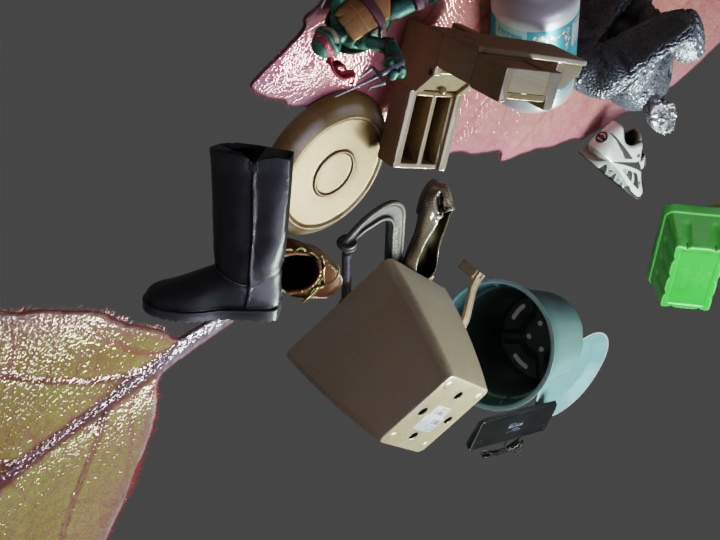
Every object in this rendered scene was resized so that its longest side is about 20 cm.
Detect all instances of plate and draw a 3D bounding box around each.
[{"bbox_3d":[0.396,0.194,2.382,0.200,0.026,0.201,-32,144,-27],"label":"plate"}]

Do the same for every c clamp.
[{"bbox_3d":[0.000,0.000,1.690,0.170,0.027,0.201,-27,142,-31],"label":"c clamp"}]

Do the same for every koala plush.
[{"bbox_3d":[0.372,-0.286,1.733,0.183,0.178,0.200,-39,149,6],"label":"koala plush"}]

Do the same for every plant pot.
[{"bbox_3d":[0.057,0.133,1.719,0.200,0.177,0.199,-43,151,11],"label":"plant pot"},{"bbox_3d":[0.250,0.109,1.975,0.196,0.200,0.201,-4,127,-59],"label":"plant pot"},{"bbox_3d":[-0.039,-0.123,1.516,0.199,0.027,0.201,-32,144,-26],"label":"plant pot"}]

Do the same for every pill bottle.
[{"bbox_3d":[0.217,-0.303,1.563,0.111,0.111,0.201,-35,145,-22],"label":"pill bottle"}]

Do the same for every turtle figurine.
[{"bbox_3d":[0.009,-0.283,1.347,0.200,0.101,0.150,-42,107,-14],"label":"turtle figurine"}]

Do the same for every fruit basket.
[{"bbox_3d":[0.625,-0.053,2.336,0.216,0.154,0.218,6,90,-86],"label":"fruit basket"}]

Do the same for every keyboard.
[{"bbox_3d":[0.275,0.301,2.329,0.199,0.021,0.128,-7,132,-36],"label":"keyboard"}]

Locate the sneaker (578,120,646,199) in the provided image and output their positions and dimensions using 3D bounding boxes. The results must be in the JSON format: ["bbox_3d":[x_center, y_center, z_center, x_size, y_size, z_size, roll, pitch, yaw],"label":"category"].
[{"bbox_3d":[0.423,-0.177,1.982,0.089,0.074,0.200,-52,149,7],"label":"sneaker"}]

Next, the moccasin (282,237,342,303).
[{"bbox_3d":[-0.075,0.000,1.547,0.074,0.078,0.201,-49,151,1],"label":"moccasin"}]

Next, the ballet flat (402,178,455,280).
[{"bbox_3d":[0.097,-0.037,1.745,0.067,0.046,0.201,-38,149,-46],"label":"ballet flat"}]

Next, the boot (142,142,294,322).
[{"bbox_3d":[-0.160,-0.044,1.399,0.163,0.066,0.201,0,119,-12],"label":"boot"}]

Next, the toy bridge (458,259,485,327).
[{"bbox_3d":[0.121,0.081,1.886,0.200,0.067,0.027,-52,148,2],"label":"toy bridge"}]

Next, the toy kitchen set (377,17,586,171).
[{"bbox_3d":[0.155,-0.182,1.473,0.162,0.200,0.182,-1,115,-33],"label":"toy kitchen set"}]
